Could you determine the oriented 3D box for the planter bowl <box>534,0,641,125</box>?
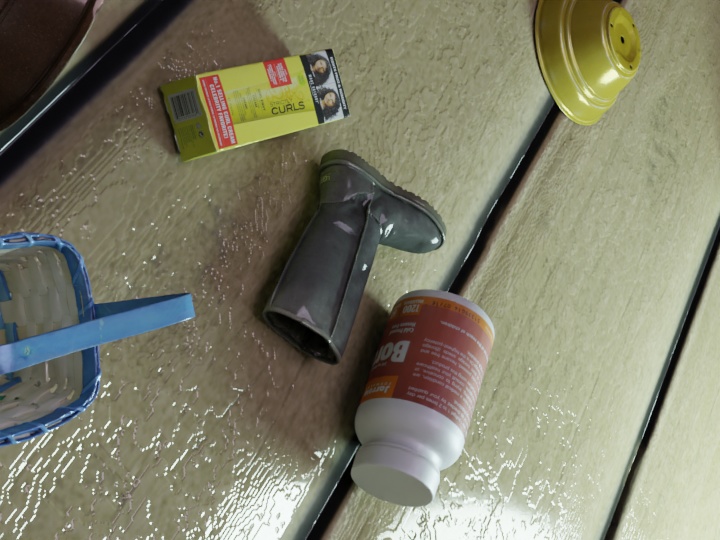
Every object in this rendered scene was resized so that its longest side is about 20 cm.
[{"bbox_3d":[0.325,-0.305,1.652,0.200,0.083,0.201,15,71,-49],"label":"planter bowl"}]

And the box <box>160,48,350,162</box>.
[{"bbox_3d":[-0.094,-0.159,1.141,0.200,0.050,0.075,-22,100,-50],"label":"box"}]

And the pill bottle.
[{"bbox_3d":[0.059,0.128,1.214,0.112,0.112,0.200,46,50,-34],"label":"pill bottle"}]

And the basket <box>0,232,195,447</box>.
[{"bbox_3d":[-0.233,0.045,0.810,0.176,0.200,0.140,-13,92,-50],"label":"basket"}]

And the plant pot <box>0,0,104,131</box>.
[{"bbox_3d":[-0.295,-0.225,0.818,0.198,0.200,0.201,28,61,-35],"label":"plant pot"}]

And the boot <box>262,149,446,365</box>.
[{"bbox_3d":[-0.001,0.001,1.203,0.182,0.073,0.200,30,52,-27],"label":"boot"}]
